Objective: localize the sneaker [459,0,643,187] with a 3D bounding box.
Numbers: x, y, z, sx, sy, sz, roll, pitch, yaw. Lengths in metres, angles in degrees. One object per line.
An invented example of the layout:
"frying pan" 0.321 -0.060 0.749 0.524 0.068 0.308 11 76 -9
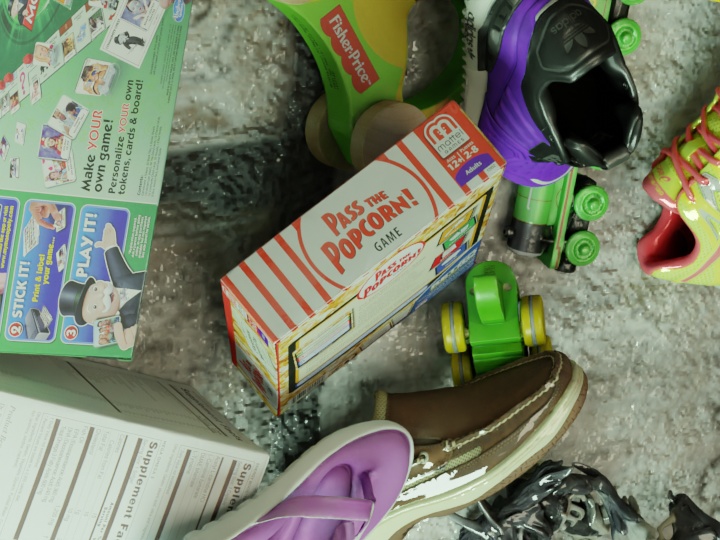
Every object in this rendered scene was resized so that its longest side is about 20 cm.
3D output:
"sneaker" 0.107 -0.083 1.120 0.070 0.100 0.200 -37 155 -10

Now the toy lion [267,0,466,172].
"toy lion" 0.025 -0.175 1.146 0.192 0.069 0.200 -40 122 -18

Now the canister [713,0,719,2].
"canister" 0.182 -0.225 1.166 0.200 0.087 0.149 4 91 -37

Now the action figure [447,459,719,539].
"action figure" 0.141 0.179 1.304 0.200 0.102 0.119 13 133 -35

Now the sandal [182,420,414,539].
"sandal" -0.035 0.152 1.118 0.203 0.050 0.083 -31 133 -35

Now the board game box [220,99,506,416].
"board game box" 0.000 0.000 1.123 0.151 0.200 0.046 -38 80 -11

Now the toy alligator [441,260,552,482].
"toy alligator" 0.087 0.052 1.261 0.059 0.054 0.200 -6 141 9

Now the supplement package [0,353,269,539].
"supplement package" -0.170 0.108 1.113 0.200 0.114 0.110 17 99 -31

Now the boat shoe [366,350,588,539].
"boat shoe" 0.035 0.101 1.210 0.202 0.075 0.075 -36 113 16

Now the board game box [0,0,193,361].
"board game box" -0.160 -0.058 1.025 0.134 0.029 0.200 6 99 -34

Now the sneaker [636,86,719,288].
"sneaker" 0.217 -0.064 1.255 0.090 0.078 0.200 -3 128 -14

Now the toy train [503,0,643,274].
"toy train" 0.126 -0.094 1.237 0.056 0.042 0.200 5 107 -18
